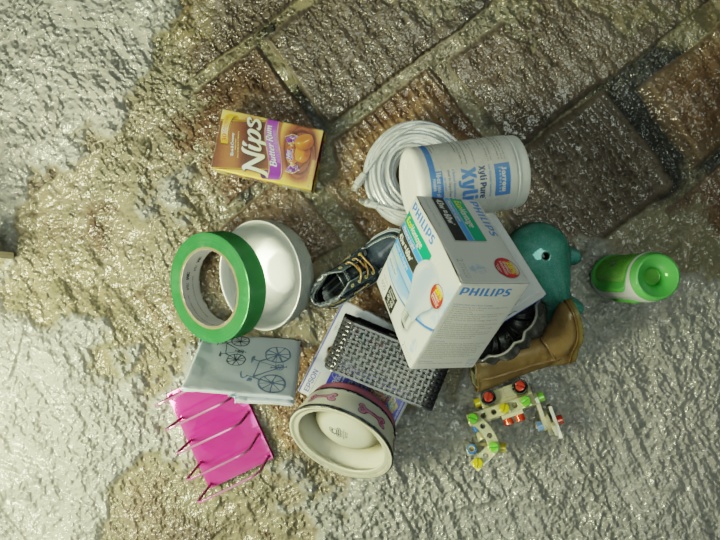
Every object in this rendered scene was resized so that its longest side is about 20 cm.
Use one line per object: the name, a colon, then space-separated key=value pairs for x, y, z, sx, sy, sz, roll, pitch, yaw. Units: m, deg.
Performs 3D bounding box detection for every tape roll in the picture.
tape roll: x=-0.264 y=0.029 z=1.087 sx=0.199 sy=0.048 sz=0.203 roll=5 pitch=100 yaw=31

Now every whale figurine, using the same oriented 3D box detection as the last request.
whale figurine: x=0.346 y=0.007 z=1.099 sx=0.158 sy=0.104 sz=0.201 roll=-26 pitch=90 yaw=0

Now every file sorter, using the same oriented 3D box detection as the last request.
file sorter: x=-0.271 y=0.299 z=1.091 sx=0.138 sy=0.125 sz=0.201 roll=-25 pitch=89 yaw=0

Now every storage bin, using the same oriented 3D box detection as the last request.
storage bin: x=0.047 y=0.156 z=1.042 sx=0.198 sy=0.135 sz=0.095 roll=21 pitch=89 yaw=0

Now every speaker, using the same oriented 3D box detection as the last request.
speaker: x=0.479 y=0.012 z=1.049 sx=0.087 sy=0.200 sz=0.089 roll=0 pitch=89 yaw=1

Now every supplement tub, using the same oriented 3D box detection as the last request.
supplement tub: x=0.176 y=-0.159 z=1.026 sx=0.198 sy=0.132 sz=0.133 roll=-10 pitch=89 yaw=-9

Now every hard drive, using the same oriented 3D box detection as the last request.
hard drive: x=0.220 y=0.000 z=1.037 sx=0.131 sy=0.025 sz=0.201 roll=-35 pitch=47 yaw=16

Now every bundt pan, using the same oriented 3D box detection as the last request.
bundt pan: x=0.233 y=0.077 z=1.048 sx=0.201 sy=0.076 sz=0.203 roll=-20 pitch=52 yaw=27

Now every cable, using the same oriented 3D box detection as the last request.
cable: x=0.104 y=-0.179 z=1.123 sx=0.199 sy=0.069 sz=0.201 roll=28 pitch=89 yaw=0

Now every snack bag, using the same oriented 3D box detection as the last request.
snack bag: x=-0.209 y=0.174 z=1.063 sx=0.198 sy=0.189 sz=0.022 roll=5 pitch=116 yaw=-5

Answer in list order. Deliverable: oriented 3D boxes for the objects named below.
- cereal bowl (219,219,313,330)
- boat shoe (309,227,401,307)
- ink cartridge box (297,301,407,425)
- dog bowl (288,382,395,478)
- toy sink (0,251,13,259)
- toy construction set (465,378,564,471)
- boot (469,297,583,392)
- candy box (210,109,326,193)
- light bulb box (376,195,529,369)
cereal bowl: x=-0.164 y=0.005 z=1.098 sx=0.198 sy=0.083 sz=0.202 roll=4 pitch=98 yaw=30
boat shoe: x=0.000 y=0.000 z=1.054 sx=0.200 sy=0.091 sz=0.071 roll=-41 pitch=81 yaw=13
ink cartridge box: x=0.013 y=0.186 z=1.132 sx=0.199 sy=0.047 sz=0.199 roll=28 pitch=91 yaw=3
dog bowl: x=-0.025 y=0.285 z=1.070 sx=0.199 sy=0.201 sz=0.074 roll=28 pitch=45 yaw=1
toy sink: x=-0.769 y=-0.088 z=1.100 sx=0.198 sy=0.130 sz=0.113 roll=6 pitch=89 yaw=2
toy construction set: x=0.281 y=0.282 z=1.102 sx=0.198 sy=0.092 sz=0.132 roll=-14 pitch=67 yaw=-7
boot: x=0.299 y=0.144 z=1.080 sx=0.198 sy=0.066 sz=0.176 roll=-15 pitch=132 yaw=-1
candy box: x=-0.175 y=-0.226 z=1.133 sx=0.198 sy=0.056 sz=0.118 roll=12 pitch=90 yaw=2
light bulb box: x=0.137 y=0.020 z=0.956 sx=0.124 sy=0.199 sz=0.201 roll=1 pitch=134 yaw=-24
